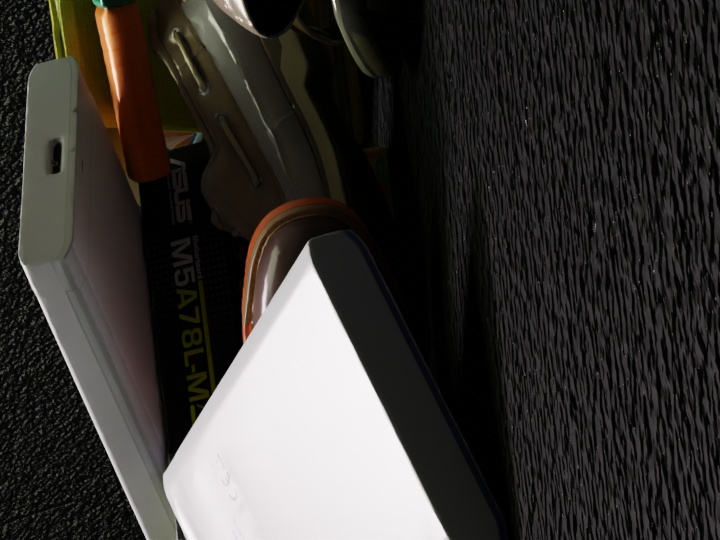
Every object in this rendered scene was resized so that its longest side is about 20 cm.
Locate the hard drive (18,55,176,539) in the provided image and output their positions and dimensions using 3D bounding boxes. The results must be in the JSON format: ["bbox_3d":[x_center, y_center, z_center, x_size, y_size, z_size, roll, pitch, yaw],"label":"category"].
[{"bbox_3d":[-0.107,0.023,1.230,0.132,0.026,0.201,-94,-11,-47],"label":"hard drive"}]

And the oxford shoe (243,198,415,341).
[{"bbox_3d":[0.000,0.067,1.139,0.073,0.071,0.201,-118,13,-63],"label":"oxford shoe"}]

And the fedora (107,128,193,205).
[{"bbox_3d":[-0.059,-0.014,1.499,0.082,0.200,0.202,-13,81,46],"label":"fedora"}]

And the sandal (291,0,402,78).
[{"bbox_3d":[-0.015,-0.126,1.182,0.201,0.057,0.080,-117,21,-77],"label":"sandal"}]

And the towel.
[{"bbox_3d":[-0.069,-0.106,1.317,0.199,0.018,0.087,1,-104,-49],"label":"towel"}]

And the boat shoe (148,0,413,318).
[{"bbox_3d":[-0.034,-0.041,1.226,0.075,0.068,0.201,24,-135,-72],"label":"boat shoe"}]

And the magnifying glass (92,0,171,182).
[{"bbox_3d":[-0.114,-0.138,1.221,0.080,0.022,0.201,-151,47,-70],"label":"magnifying glass"}]

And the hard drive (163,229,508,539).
[{"bbox_3d":[-0.016,0.091,1.068,0.132,0.025,0.200,63,149,19],"label":"hard drive"}]

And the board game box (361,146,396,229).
[{"bbox_3d":[0.000,0.000,1.359,0.200,0.030,0.096,108,156,-85],"label":"board game box"}]

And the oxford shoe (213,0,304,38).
[{"bbox_3d":[-0.017,-0.182,1.047,0.075,0.070,0.201,56,141,45],"label":"oxford shoe"}]

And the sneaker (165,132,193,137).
[{"bbox_3d":[-0.076,-0.142,1.595,0.074,0.115,0.201,-30,55,59],"label":"sneaker"}]

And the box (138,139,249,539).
[{"bbox_3d":[-0.047,0.068,1.303,0.200,0.047,0.194,57,-161,-60],"label":"box"}]

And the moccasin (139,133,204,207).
[{"bbox_3d":[-0.079,-0.034,1.411,0.200,0.068,0.081,-55,-22,-22],"label":"moccasin"}]
